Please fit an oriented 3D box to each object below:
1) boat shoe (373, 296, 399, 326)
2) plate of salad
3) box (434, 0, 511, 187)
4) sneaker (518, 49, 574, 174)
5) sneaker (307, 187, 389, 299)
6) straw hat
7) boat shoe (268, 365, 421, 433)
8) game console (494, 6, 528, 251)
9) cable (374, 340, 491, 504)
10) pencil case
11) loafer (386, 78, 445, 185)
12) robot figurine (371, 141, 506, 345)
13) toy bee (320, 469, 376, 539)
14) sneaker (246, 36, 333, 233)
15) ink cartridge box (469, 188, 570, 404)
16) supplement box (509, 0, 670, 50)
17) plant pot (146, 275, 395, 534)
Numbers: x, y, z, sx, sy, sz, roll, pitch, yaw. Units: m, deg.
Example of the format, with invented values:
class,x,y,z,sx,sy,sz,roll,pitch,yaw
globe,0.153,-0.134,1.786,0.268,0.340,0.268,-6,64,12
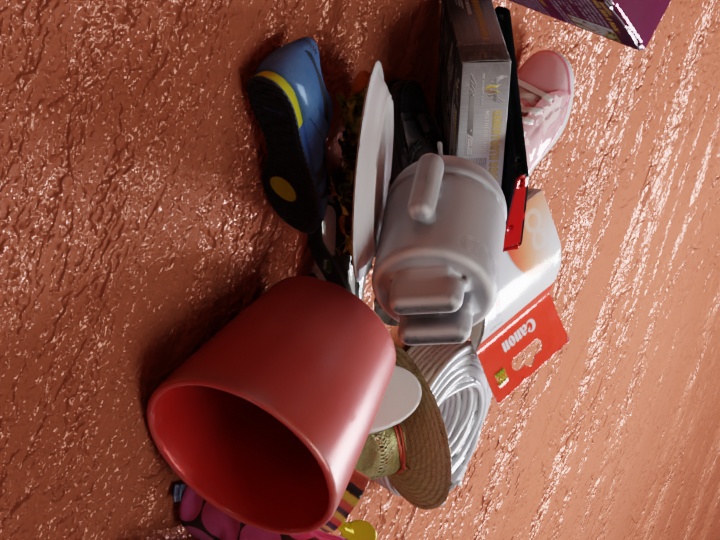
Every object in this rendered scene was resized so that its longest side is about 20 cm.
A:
class,x,y,z,sx,sy,sz,roll,pitch,yaw
boat shoe,0.073,-0.021,1.725,0.075,0.073,0.200,118,-3,-54
plate of salad,-0.001,-0.090,1.534,0.200,0.048,0.201,5,90,-85
box,0.107,-0.157,1.664,0.159,0.048,0.201,-99,-172,-55
sneaker,0.162,-0.151,1.827,0.201,0.075,0.105,-62,157,6
sneaker,0.000,0.000,1.682,0.115,0.076,0.201,-25,131,-47
straw hat,0.010,0.177,1.771,0.085,0.201,0.202,-17,131,-23
boat shoe,-0.037,0.150,1.687,0.199,0.072,0.069,-23,166,-16
game console,0.141,-0.135,1.689,0.177,0.031,0.201,84,2,-64
cable,0.081,0.168,1.964,0.201,0.069,0.200,-64,151,-2
pencil case,-0.083,0.253,1.618,0.091,0.200,0.094,-12,125,-56
loafer,0.063,-0.090,1.645,0.072,0.063,0.201,-2,87,-46
robot figurine,0.073,-0.024,1.532,0.170,0.112,0.200,77,17,-45
toy bee,-0.045,0.249,1.710,0.109,0.131,0.200,-60,168,-13
sneaker,-0.048,-0.119,1.516,0.078,0.066,0.200,-49,148,-33
ink cartridge box,0.181,0.029,1.946,0.162,0.050,0.201,-36,109,-41
supplement box,0.192,-0.307,1.623,0.103,0.200,0.131,-62,153,-3
plant pot,-0.067,0.114,1.560,0.177,0.200,0.201,-53,151,-38
